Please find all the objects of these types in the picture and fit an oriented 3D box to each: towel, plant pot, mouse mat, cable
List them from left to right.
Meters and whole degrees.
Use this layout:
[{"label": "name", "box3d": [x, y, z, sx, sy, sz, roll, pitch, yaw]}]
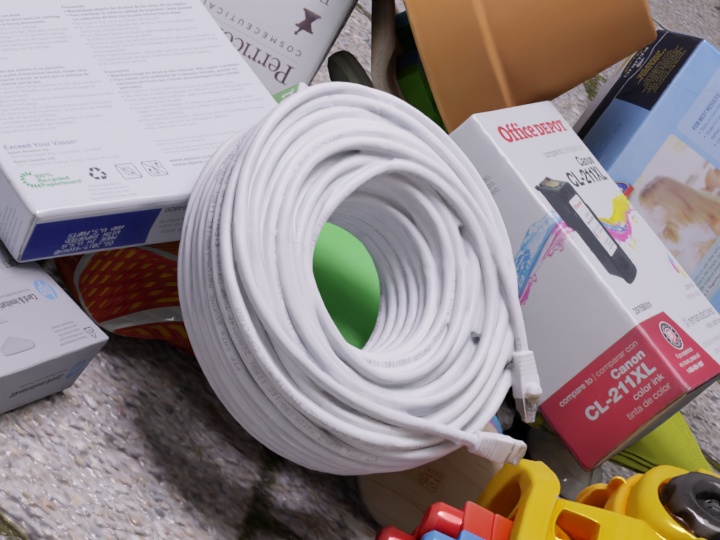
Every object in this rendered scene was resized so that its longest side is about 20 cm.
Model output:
[{"label": "cable", "box3d": [-0.003, 0.006, 1.298, 0.199, 0.069, 0.201, 6, 74, -38]}, {"label": "mouse mat", "box3d": [0.000, 0.000, 1.408, 0.199, 0.008, 0.161, 10, 44, -44]}, {"label": "plant pot", "box3d": [0.099, -0.190, 1.553, 0.200, 0.139, 0.201, -17, 90, -82]}, {"label": "towel", "box3d": [0.151, 0.084, 1.524, 0.200, 0.018, 0.086, 25, 32, -44]}]

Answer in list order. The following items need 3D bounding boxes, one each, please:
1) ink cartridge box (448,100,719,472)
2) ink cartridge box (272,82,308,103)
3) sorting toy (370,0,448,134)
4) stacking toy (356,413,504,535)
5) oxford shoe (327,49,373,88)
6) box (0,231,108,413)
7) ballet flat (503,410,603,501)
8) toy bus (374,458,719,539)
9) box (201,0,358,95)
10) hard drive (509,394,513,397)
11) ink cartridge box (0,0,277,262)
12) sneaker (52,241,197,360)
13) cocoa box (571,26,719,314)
[{"label": "ink cartridge box", "box3d": [0.119, 0.004, 1.462, 0.200, 0.083, 0.146, 53, 22, 8]}, {"label": "ink cartridge box", "box3d": [-0.061, -0.052, 1.451, 0.200, 0.048, 0.146, 47, 37, -35]}, {"label": "sorting toy", "box3d": [0.053, -0.090, 1.632, 0.185, 0.036, 0.201, -89, 158, -64]}, {"label": "stacking toy", "box3d": [0.046, 0.086, 1.460, 0.085, 0.085, 0.200, 38, 15, -7]}, {"label": "oxford shoe", "box3d": [0.006, -0.046, 1.586, 0.075, 0.057, 0.201, 71, 2, -75]}, {"label": "box", "box3d": [-0.234, -0.012, 1.213, 0.200, 0.041, 0.156, 44, 22, 11]}, {"label": "ballet flat", "box3d": [0.119, 0.110, 1.538, 0.073, 0.073, 0.200, 40, 21, -3]}, {"label": "toy bus", "box3d": [0.100, 0.167, 1.318, 0.191, 0.136, 0.200, 26, 29, -1]}, {"label": "box", "box3d": [-0.094, -0.211, 1.619, 0.198, 0.131, 0.200, 28, 9, -4]}, {"label": "hard drive", "box3d": [0.079, 0.020, 1.692, 0.200, 0.033, 0.140, 37, 21, -9]}, {"label": "ink cartridge box", "box3d": [-0.144, -0.095, 1.344, 0.199, 0.041, 0.200, -8, 51, -40]}, {"label": "sneaker", "box3d": [-0.079, 0.018, 1.381, 0.200, 0.073, 0.077, 31, 10, -33]}, {"label": "cocoa box", "box3d": [0.196, -0.041, 1.648, 0.133, 0.200, 0.131, 36, 1, -14]}]
